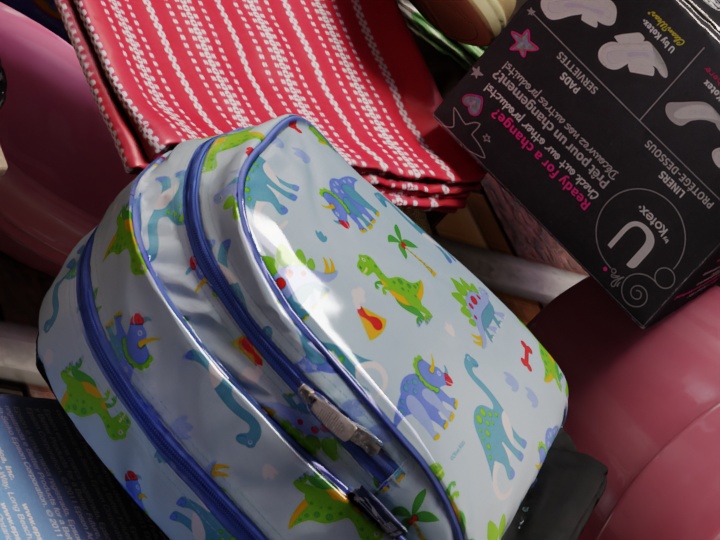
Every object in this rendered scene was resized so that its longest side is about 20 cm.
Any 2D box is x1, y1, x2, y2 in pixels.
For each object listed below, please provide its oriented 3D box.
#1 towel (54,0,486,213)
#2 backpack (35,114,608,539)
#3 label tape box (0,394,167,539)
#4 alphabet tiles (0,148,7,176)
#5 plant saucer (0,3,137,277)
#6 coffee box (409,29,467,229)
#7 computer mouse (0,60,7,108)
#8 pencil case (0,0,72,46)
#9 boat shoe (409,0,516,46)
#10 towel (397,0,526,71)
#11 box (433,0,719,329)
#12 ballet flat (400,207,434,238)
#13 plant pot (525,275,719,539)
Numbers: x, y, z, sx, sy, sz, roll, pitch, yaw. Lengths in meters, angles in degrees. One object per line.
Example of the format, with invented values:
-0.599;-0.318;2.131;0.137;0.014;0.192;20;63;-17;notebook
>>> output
-0.041;-0.092;0.931;0.199;0.022;0.145;4;54;-50;towel
-0.014;0.046;0.804;0.199;0.154;0.163;34;32;6;backpack
-0.082;0.119;0.808;0.199;0.066;0.144;11;42;-51;label tape box
-0.200;-0.059;0.801;0.166;0.008;0.201;-4;63;-42;alphabet tiles
-0.130;-0.067;1.006;0.200;0.051;0.201;32;31;-22;plant saucer
-0.013;-0.116;1.157;0.199;0.113;0.080;25;34;-30;coffee box
-0.235;-0.081;0.833;0.200;0.053;0.139;37;43;-11;computer mouse
-0.134;-0.142;0.967;0.199;0.087;0.078;29;10;-28;pencil case
0.028;-0.161;1.024;0.073;0.063;0.200;54;1;-36;boat shoe
0.092;-0.119;1.155;0.199;0.023;0.153;34;32;-19;towel
0.141;-0.074;1.014;0.132;0.115;0.200;45;25;11;box
0.000;0.000;1.014;0.071;0.070;0.201;-89;154;-54;ballet flat
0.152;0.097;1.024;0.199;0.201;0.179;16;22;-40;plant pot
